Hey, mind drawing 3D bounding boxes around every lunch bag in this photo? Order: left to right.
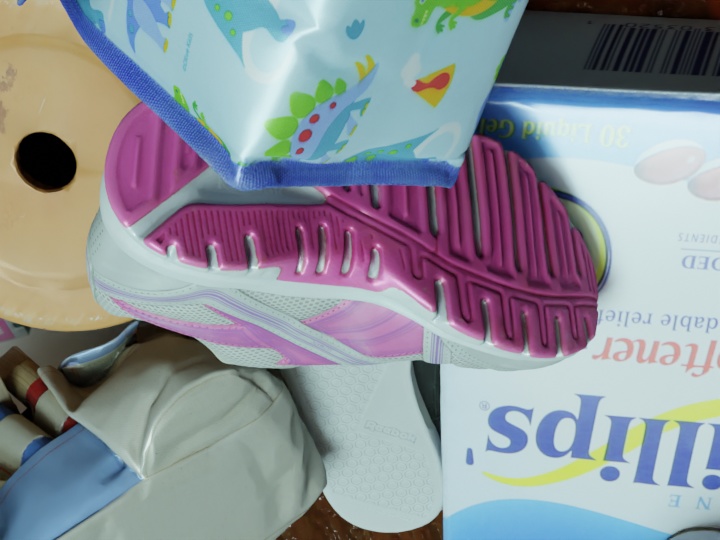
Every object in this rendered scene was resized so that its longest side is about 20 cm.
[{"bbox_3d":[-0.033,-0.147,0.906,0.200,0.127,0.170,45,121,38],"label":"lunch bag"}]

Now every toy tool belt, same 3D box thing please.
[{"bbox_3d":[-0.122,0.091,1.052,0.200,0.123,0.125,-34,126,-19],"label":"toy tool belt"}]

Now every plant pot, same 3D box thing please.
[{"bbox_3d":[-0.101,-0.065,1.066,0.200,0.140,0.200,5,115,11],"label":"plant pot"}]

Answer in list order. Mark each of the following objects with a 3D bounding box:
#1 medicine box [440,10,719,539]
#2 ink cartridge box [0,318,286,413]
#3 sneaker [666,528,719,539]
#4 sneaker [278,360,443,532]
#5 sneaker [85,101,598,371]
[{"bbox_3d":[0.128,0.010,1.062,0.182,0.103,0.200,4,113,13],"label":"medicine box"},{"bbox_3d":[-0.156,0.079,1.124,0.200,0.174,0.044,24,150,6],"label":"ink cartridge box"},{"bbox_3d":[0.118,0.207,1.012,0.071,0.112,0.200,2,102,13],"label":"sneaker"},{"bbox_3d":[0.000,0.000,1.081,0.071,0.099,0.200,-4,130,8],"label":"sneaker"},{"bbox_3d":[-0.010,-0.005,0.974,0.200,0.081,0.088,15,152,-22],"label":"sneaker"}]
